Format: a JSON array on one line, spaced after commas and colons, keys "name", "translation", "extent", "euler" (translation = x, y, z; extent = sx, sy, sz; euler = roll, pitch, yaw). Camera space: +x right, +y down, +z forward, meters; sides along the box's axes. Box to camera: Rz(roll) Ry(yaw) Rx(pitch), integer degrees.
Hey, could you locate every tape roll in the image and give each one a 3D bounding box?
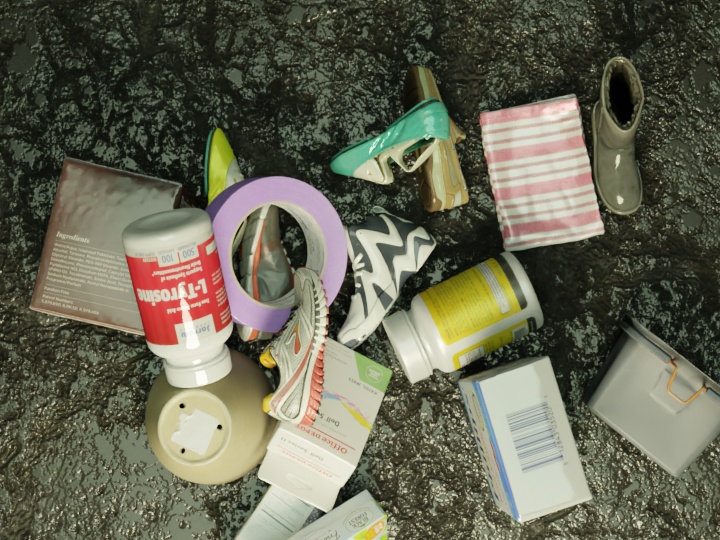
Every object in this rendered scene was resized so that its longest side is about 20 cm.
[{"name": "tape roll", "translation": [-0.119, -0.022, 1.571], "extent": [0.197, 0.065, 0.204], "euler": [-1, 93, -25]}]

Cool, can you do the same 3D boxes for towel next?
[{"name": "towel", "translation": [0.253, -0.136, 1.665], "extent": [0.144, 0.030, 0.204], "euler": [-11, 86, 3]}]

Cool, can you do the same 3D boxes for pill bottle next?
[{"name": "pill bottle", "translation": [-0.219, 0.035, 1.462], "extent": [0.110, 0.112, 0.203], "euler": [-11, 108, -2]}, {"name": "pill bottle", "translation": [0.137, 0.066, 1.609], "extent": [0.197, 0.114, 0.116], "euler": [-25, 86, -3]}]

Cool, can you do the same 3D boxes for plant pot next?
[{"name": "plant pot", "translation": [-0.203, 0.197, 1.550], "extent": [0.184, 0.200, 0.191], "euler": [0, 88, -2]}]

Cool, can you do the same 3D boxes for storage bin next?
[{"name": "storage bin", "translation": [0.402, 0.175, 1.599], "extent": [0.199, 0.146, 0.135], "euler": [37, 96, 3]}]

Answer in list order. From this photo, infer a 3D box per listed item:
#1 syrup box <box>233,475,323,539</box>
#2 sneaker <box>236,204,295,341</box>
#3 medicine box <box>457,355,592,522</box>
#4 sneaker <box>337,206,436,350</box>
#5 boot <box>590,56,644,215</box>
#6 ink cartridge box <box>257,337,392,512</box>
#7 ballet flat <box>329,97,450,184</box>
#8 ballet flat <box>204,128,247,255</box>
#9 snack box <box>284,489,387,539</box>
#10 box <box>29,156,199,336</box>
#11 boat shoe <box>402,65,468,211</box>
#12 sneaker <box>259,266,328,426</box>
[{"name": "syrup box", "translation": [-0.099, 0.326, 1.604], "extent": [0.081, 0.079, 0.202], "euler": [33, 86, 2]}, {"name": "sneaker", "translation": [-0.123, -0.002, 1.644], "extent": [0.080, 0.077, 0.204], "euler": [6, 91, -18]}, {"name": "medicine box", "translation": [0.210, 0.215, 1.554], "extent": [0.101, 0.200, 0.185], "euler": [-17, 85, -4]}, {"name": "sneaker", "translation": [0.000, 0.000, 1.632], "extent": [0.129, 0.080, 0.200], "euler": [37, 86, 4]}, {"name": "boot", "translation": [0.350, -0.174, 1.587], "extent": [0.071, 0.200, 0.185], "euler": [-14, 85, -1]}, {"name": "ink cartridge box", "translation": [-0.046, 0.199, 1.556], "extent": [0.116, 0.068, 0.202], "euler": [26, 52, -4]}, {"name": "ballet flat", "translation": [0.040, -0.158, 1.610], "extent": [0.198, 0.067, 0.071], "euler": [-28, 73, 32]}, {"name": "ballet flat", "translation": [-0.187, -0.092, 1.643], "extent": [0.066, 0.067, 0.204], "euler": [9, 92, 8]}, {"name": "snack box", "translation": [-0.057, 0.388, 1.540], "extent": [0.198, 0.144, 0.053], "euler": [-28, 53, -22]}, {"name": "box", "translation": [-0.323, -0.024, 1.586], "extent": [0.161, 0.166, 0.204], "euler": [12, 86, 2]}, {"name": "boat shoe", "translation": [0.110, -0.187, 1.660], "extent": [0.075, 0.072, 0.204], "euler": [-10, 93, -16]}, {"name": "sneaker", "translation": [-0.084, 0.091, 1.504], "extent": [0.081, 0.078, 0.204], "euler": [7, 70, -8]}]
